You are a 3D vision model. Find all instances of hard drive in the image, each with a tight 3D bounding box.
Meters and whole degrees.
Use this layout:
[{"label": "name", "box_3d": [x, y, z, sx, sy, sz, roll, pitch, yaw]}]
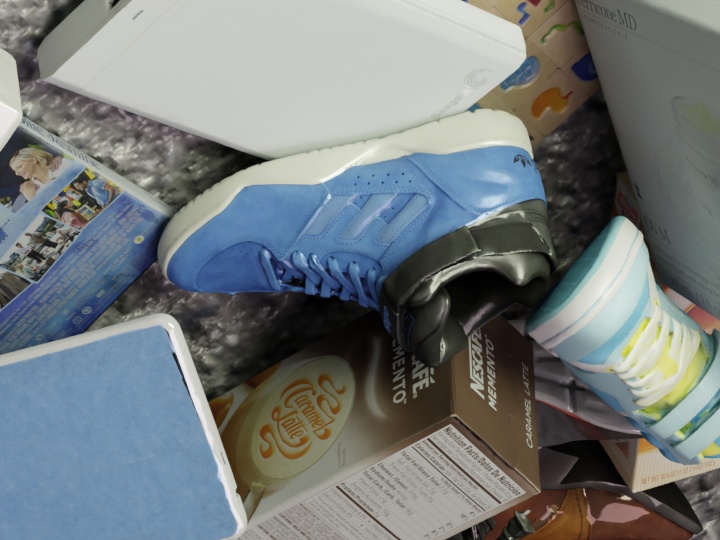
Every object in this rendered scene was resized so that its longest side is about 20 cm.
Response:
[{"label": "hard drive", "box_3d": [-0.036, -0.105, 1.094, 0.200, 0.026, 0.132, 18, 138, -39]}]

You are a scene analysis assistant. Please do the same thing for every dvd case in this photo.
[{"label": "dvd case", "box_3d": [-0.200, -0.017, 1.124, 0.143, 0.018, 0.200, -44, 137, 13]}]

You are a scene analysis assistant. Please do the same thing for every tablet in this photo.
[{"label": "tablet", "box_3d": [-0.170, 0.103, 1.172, 0.200, 0.014, 0.130, -14, 108, 10]}]

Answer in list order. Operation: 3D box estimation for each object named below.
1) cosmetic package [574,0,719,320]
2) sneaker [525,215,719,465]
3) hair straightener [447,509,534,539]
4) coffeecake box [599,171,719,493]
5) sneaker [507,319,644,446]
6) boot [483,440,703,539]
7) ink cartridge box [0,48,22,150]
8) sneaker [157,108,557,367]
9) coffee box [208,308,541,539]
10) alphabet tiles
[{"label": "cosmetic package", "box_3d": [0.220, -0.070, 1.135, 0.123, 0.199, 0.200, -26, 116, -13]}, {"label": "sneaker", "box_3d": [0.155, 0.043, 1.167, 0.080, 0.131, 0.200, -49, 174, 2]}, {"label": "hair straightener", "box_3d": [0.062, 0.147, 1.348, 0.077, 0.041, 0.200, -20, 130, 3]}, {"label": "coffeecake box", "box_3d": [0.225, 0.023, 1.361, 0.153, 0.073, 0.200, -14, 134, -17]}, {"label": "sneaker", "box_3d": [0.112, 0.066, 1.308, 0.200, 0.077, 0.082, 7, 153, 12]}, {"label": "boot", "box_3d": [0.100, 0.190, 1.447, 0.188, 0.068, 0.200, 19, 119, -40]}, {"label": "ink cartridge box", "box_3d": [-0.255, -0.034, 1.019, 0.117, 0.067, 0.200, 30, 108, -27]}, {"label": "sneaker", "box_3d": [0.000, -0.001, 1.139, 0.200, 0.111, 0.077, -16, 152, 3]}, {"label": "coffee box", "box_3d": [-0.007, 0.099, 1.222, 0.200, 0.114, 0.080, -30, 126, 24]}, {"label": "alphabet tiles", "box_3d": [0.053, -0.109, 1.192, 0.200, 0.008, 0.167, -43, 136, 11]}]
